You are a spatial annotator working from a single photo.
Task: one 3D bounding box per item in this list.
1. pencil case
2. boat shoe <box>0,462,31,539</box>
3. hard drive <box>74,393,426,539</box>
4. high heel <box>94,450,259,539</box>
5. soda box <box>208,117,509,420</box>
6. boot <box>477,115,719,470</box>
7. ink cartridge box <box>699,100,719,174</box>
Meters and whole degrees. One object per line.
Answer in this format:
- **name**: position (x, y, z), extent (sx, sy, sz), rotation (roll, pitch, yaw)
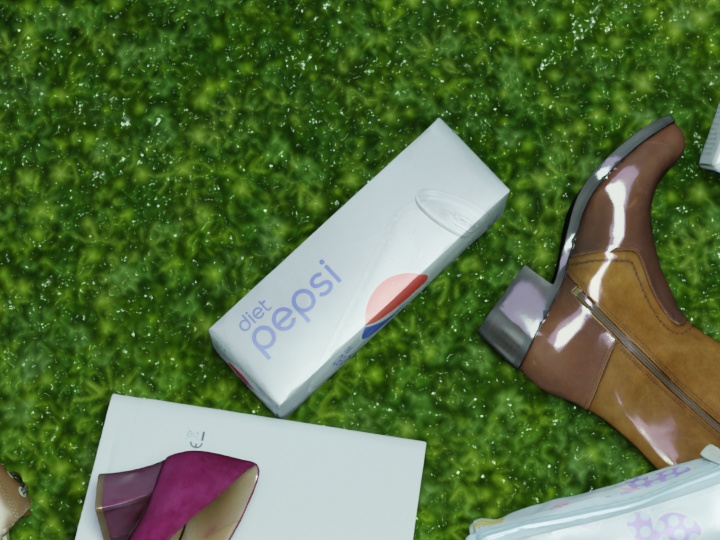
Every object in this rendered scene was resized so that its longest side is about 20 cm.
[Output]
- **pencil case**: position (0.164, 0.161, 1.305), extent (0.198, 0.091, 0.084), rotation (-19, 56, 10)
- **boat shoe**: position (-0.233, 0.144, 1.341), extent (0.067, 0.072, 0.202), rotation (-3, 87, -5)
- **hard drive**: position (-0.066, 0.147, 1.333), extent (0.198, 0.025, 0.133), rotation (9, 51, 2)
- **high heel**: position (-0.100, 0.178, 1.236), extent (0.095, 0.068, 0.201), rotation (-9, 45, 1)
- **soda box**: position (0.000, 0.000, 1.373), extent (0.200, 0.063, 0.068), rotation (-42, 81, -9)
- **boot**: position (0.203, 0.028, 1.366), extent (0.199, 0.069, 0.189), rotation (36, 79, 7)
- **ink cartridge box**: position (0.333, -0.126, 1.369), extent (0.195, 0.043, 0.202), rotation (19, 91, -11)
